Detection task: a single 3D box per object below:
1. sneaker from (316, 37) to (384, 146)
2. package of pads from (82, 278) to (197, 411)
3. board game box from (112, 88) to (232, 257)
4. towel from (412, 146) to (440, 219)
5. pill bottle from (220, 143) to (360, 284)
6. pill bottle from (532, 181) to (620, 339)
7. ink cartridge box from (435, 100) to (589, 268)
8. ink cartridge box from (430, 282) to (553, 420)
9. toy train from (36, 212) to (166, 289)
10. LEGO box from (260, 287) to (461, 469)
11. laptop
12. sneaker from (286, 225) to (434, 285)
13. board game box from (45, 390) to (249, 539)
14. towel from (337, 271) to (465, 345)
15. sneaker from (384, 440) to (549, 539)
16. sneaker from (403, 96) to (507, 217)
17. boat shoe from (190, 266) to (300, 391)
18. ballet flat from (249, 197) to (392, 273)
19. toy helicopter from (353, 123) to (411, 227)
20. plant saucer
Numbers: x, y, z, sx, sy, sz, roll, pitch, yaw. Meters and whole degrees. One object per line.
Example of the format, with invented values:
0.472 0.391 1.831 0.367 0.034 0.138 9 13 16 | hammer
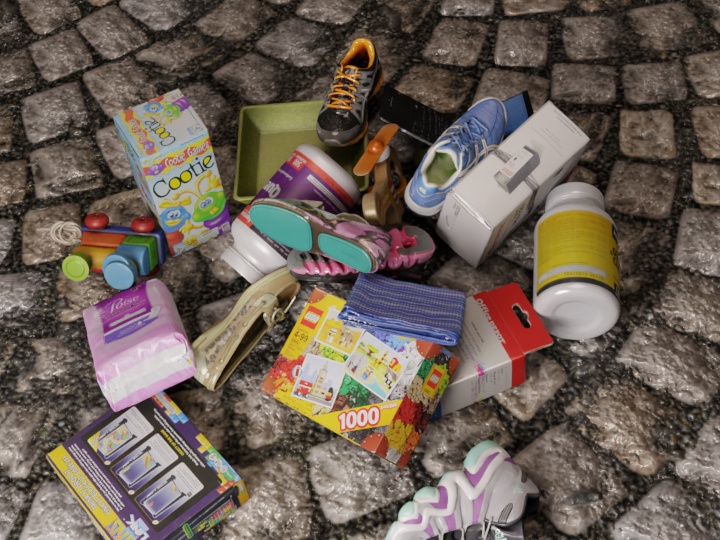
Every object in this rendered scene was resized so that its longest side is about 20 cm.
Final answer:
-0.020 -0.267 1.717 0.078 0.077 0.201 9 54 12 | sneaker
-0.285 0.091 1.474 0.120 0.076 0.200 -23 27 -8 | package of pads
-0.261 -0.136 1.621 0.103 0.200 0.105 -26 53 -14 | board game box
0.184 -0.146 1.691 0.199 0.023 0.144 -14 50 -5 | towel
-0.100 -0.070 1.583 0.112 0.112 0.200 38 85 31 | pill bottle
0.285 -0.017 1.514 0.111 0.112 0.201 1 52 8 | pill bottle
0.205 -0.115 1.562 0.200 0.146 0.085 -40 76 -17 | ink cartridge box
0.133 0.105 1.461 0.199 0.067 0.116 -20 52 -9 | ink cartridge box
-0.383 -0.023 1.594 0.199 0.085 0.116 5 26 10 | toy train
-0.001 0.128 1.393 0.200 0.077 0.149 22 81 39 | LEGO box
0.140 -0.242 1.673 0.199 0.104 0.177 26 22 -7 | laptop
0.000 0.000 1.542 0.199 0.096 0.079 -4 47 -7 | sneaker
-0.260 0.253 1.397 0.165 0.057 0.200 -36 55 -18 | board game box
0.055 0.040 1.389 0.144 0.024 0.200 12 16 4 | towel
0.132 0.294 1.300 0.200 0.078 0.140 -39 56 -22 | sneaker
0.137 -0.158 1.541 0.076 0.077 0.200 35 73 5 | sneaker
-0.145 0.077 1.523 0.063 0.073 0.200 39 75 25 | boat shoe
-0.047 -0.055 1.488 0.199 0.069 0.071 21 45 23 | ballet flat
0.032 -0.118 1.564 0.079 0.133 0.200 -7 21 15 | toy helicopter
-0.085 -0.171 1.726 0.199 0.048 0.200 -4 51 4 | plant saucer
